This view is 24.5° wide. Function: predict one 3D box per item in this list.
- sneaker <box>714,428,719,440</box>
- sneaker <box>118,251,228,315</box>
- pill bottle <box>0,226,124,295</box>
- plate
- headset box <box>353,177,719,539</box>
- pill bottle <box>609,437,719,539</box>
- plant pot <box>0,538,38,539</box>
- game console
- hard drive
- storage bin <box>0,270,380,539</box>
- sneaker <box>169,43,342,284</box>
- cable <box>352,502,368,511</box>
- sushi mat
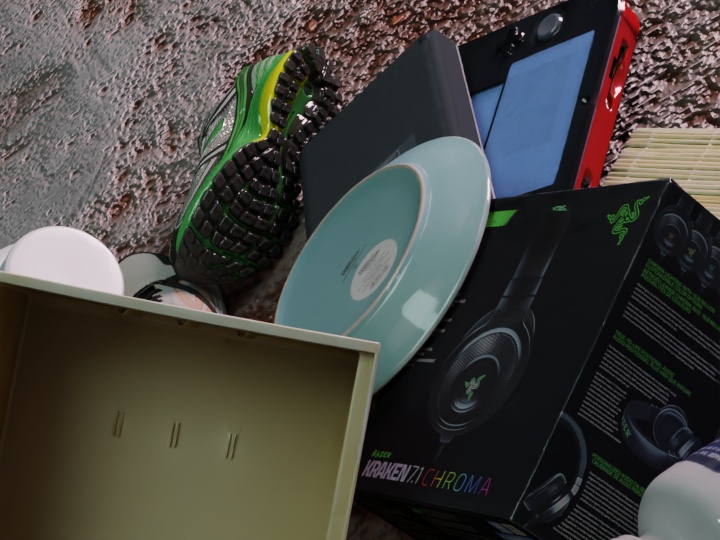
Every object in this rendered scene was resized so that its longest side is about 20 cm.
[{"bbox_3d":[0.180,0.121,0.834,0.201,0.074,0.079,-56,29,-15],"label":"sneaker"},{"bbox_3d":[-0.130,0.036,1.133,0.074,0.080,0.200,-47,41,2],"label":"sneaker"},{"bbox_3d":[-0.221,0.054,1.106,0.200,0.109,0.110,128,154,-52],"label":"pill bottle"},{"bbox_3d":[0.000,0.000,0.971,0.200,0.026,0.201,-42,27,27],"label":"plate"},{"bbox_3d":[0.103,0.053,0.859,0.174,0.093,0.201,-2,57,61],"label":"headset box"},{"bbox_3d":[0.195,0.119,0.734,0.199,0.111,0.111,-27,40,-16],"label":"pill bottle"},{"bbox_3d":[-0.180,0.177,1.000,0.199,0.200,0.184,-27,30,21],"label":"plant pot"},{"bbox_3d":[0.089,-0.082,1.055,0.176,0.031,0.201,-12,49,44],"label":"game console"},{"bbox_3d":[0.019,-0.055,1.073,0.139,0.033,0.201,-42,32,25],"label":"hard drive"},{"bbox_3d":[-0.105,0.116,0.821,0.199,0.094,0.200,10,87,2],"label":"storage bin"},{"bbox_3d":[-0.084,-0.071,1.189,0.085,0.078,0.201,-6,47,43],"label":"sneaker"},{"bbox_3d":[-0.015,0.121,0.995,0.200,0.050,0.097,27,76,47],"label":"cable"},{"bbox_3d":[0.225,-0.048,0.944,0.199,0.012,0.096,4,48,40],"label":"sushi mat"}]
